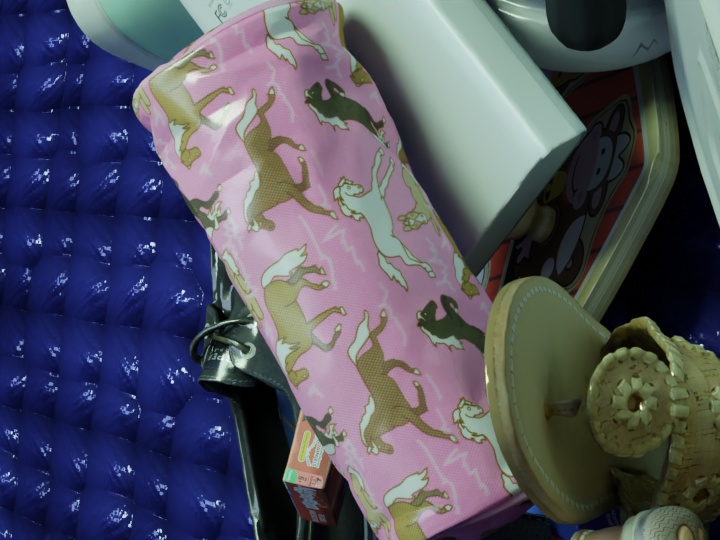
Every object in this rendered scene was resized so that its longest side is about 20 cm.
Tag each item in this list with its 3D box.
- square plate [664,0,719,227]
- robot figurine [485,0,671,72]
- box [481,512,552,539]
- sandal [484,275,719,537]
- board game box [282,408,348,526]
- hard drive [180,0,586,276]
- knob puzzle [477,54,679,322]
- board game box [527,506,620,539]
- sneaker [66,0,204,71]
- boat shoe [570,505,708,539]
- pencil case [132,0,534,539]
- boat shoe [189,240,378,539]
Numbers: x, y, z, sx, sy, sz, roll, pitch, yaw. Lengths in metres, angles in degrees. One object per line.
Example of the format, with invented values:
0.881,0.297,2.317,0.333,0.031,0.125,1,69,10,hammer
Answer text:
0.125,-0.037,0.782,0.198,0.028,0.200,68,-173,-58,square plate
0.075,-0.163,0.873,0.125,0.150,0.200,29,144,30,robot figurine
0.022,0.205,0.932,0.158,0.051,0.200,-42,48,54,box
0.102,0.047,0.812,0.069,0.212,0.078,-9,70,18,sandal
0.004,0.000,1.044,0.103,0.019,0.200,75,-151,-76,board game box
-0.009,-0.092,0.923,0.200,0.027,0.132,54,149,12,hard drive
0.058,-0.027,0.977,0.220,0.030,0.220,-50,28,39,knob puzzle
0.069,0.151,0.958,0.134,0.045,0.200,-33,56,57,board game box
-0.020,-0.111,1.080,0.118,0.200,0.074,-16,72,31,sneaker
0.092,0.162,0.802,0.076,0.072,0.200,-75,-29,-62,boat shoe
0.000,0.000,0.870,0.200,0.083,0.087,59,-177,6,pencil case
-0.041,0.044,1.108,0.070,0.066,0.200,-4,100,53,boat shoe
